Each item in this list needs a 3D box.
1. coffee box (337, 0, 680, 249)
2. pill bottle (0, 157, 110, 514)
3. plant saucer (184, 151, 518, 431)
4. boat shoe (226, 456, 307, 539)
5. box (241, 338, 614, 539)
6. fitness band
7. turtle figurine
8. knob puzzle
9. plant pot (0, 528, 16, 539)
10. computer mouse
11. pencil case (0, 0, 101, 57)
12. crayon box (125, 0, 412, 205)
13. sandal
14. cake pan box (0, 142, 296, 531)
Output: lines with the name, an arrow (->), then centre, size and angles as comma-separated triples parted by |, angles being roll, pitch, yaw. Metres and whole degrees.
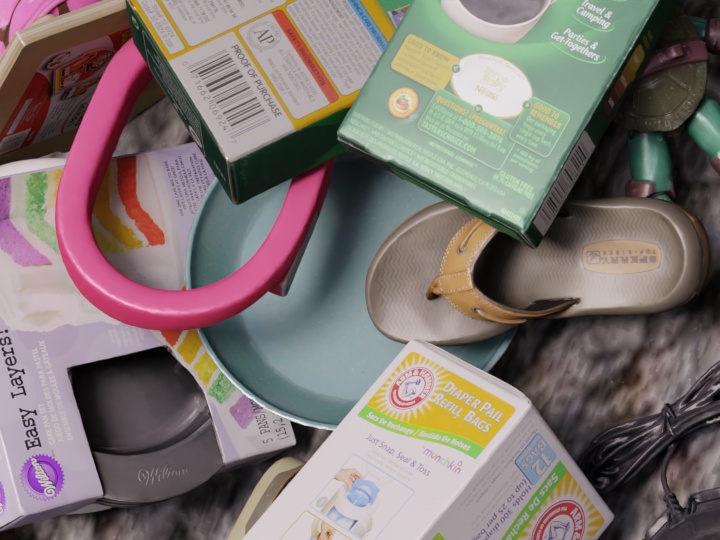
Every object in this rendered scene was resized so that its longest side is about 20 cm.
coffee box -> 0.089, -0.126, 1.195 | 0.123, 0.044, 0.201 | 28, 86, 21
pill bottle -> -0.183, 0.041, 1.380 | 0.109, 0.109, 0.201 | -9, 72, 25
plant saucer -> 0.000, 0.000, 1.310 | 0.198, 0.036, 0.201 | -2, 70, 5
boat shoe -> -0.055, 0.207, 1.290 | 0.068, 0.075, 0.201 | 21, 86, 36
box -> 0.020, 0.155, 1.200 | 0.200, 0.113, 0.101 | -49, 41, -12
fitness band -> -0.091, -0.057, 1.286 | 0.143, 0.037, 0.201 | 17, 64, 4
turtle figurine -> 0.160, -0.099, 1.248 | 0.149, 0.101, 0.201 | -27, 73, 23
knob puzzle -> -0.150, -0.130, 1.369 | 0.219, 0.219, 0.031 | -35, 78, 15
plant pot -> -0.296, 0.210, 1.302 | 0.187, 0.187, 0.200 | -39, 21, 13
computer mouse -> 0.205, 0.142, 1.190 | 0.140, 0.046, 0.201 | -38, 51, 19
pencil case -> -0.248, -0.174, 1.486 | 0.199, 0.091, 0.094 | 27, 55, 32
crayon box -> -0.014, -0.136, 1.277 | 0.199, 0.052, 0.126 | -27, 64, -12
sandal -> 0.086, 0.002, 1.215 | 0.199, 0.055, 0.082 | -2, 98, 29
cake pan box -> -0.146, 0.038, 1.306 | 0.052, 0.183, 0.201 | -31, 73, 57
